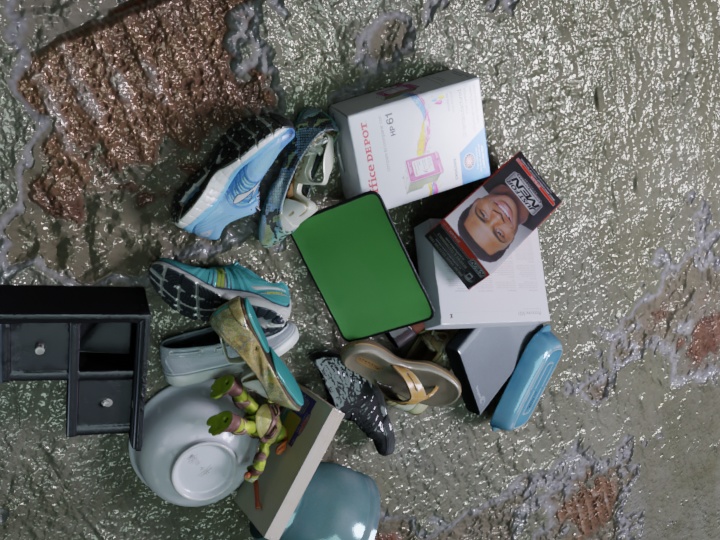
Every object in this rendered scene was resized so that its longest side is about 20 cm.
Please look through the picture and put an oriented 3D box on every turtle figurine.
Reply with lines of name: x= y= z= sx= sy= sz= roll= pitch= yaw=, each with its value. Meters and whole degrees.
turtle figurine: x=-0.147 y=0.221 z=1.122 sx=0.161 sy=0.063 sz=0.203 roll=42 pitch=53 yaw=-51

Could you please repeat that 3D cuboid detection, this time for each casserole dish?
casserole dish: x=0.280 y=0.187 z=1.328 sx=0.121 sy=0.039 sz=0.202 roll=4 pitch=113 yaw=-61

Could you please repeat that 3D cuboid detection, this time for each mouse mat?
mouse mat: x=0.000 y=0.000 z=1.116 sx=0.159 sy=0.008 sz=0.202 roll=-17 pitch=108 yaw=30

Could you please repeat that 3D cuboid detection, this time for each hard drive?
hard drive: x=0.213 y=0.107 z=1.255 sx=0.200 sy=0.033 sz=0.141 roll=-45 pitch=130 yaw=-29

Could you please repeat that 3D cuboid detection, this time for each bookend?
bookend: x=-0.382 y=0.129 z=1.043 sx=0.197 sy=0.092 sz=0.202 roll=2 pitch=110 yaw=-21

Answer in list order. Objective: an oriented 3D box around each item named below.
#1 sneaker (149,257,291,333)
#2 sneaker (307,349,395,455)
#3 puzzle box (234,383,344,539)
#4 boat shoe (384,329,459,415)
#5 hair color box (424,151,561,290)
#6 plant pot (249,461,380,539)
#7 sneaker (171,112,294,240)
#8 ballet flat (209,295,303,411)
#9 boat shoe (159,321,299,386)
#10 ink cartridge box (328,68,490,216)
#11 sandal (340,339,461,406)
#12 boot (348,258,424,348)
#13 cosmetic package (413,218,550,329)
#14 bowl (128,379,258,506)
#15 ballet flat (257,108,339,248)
sneaker: x=-0.190 y=0.026 z=1.094 sx=0.197 sy=0.080 sz=0.078 roll=19 pitch=136 yaw=-11
sneaker: x=-0.012 y=0.210 z=1.245 sx=0.103 sy=0.060 sz=0.203 roll=-16 pitch=110 yaw=-17
puzzle box: x=-0.105 y=0.274 z=1.165 sx=0.025 sy=0.133 sz=0.202 roll=32 pitch=83 yaw=-27
boat shoe: x=0.106 y=0.134 z=1.251 sx=0.062 sy=0.073 sz=0.202 roll=19 pitch=102 yaw=-29
hair color box: x=0.192 y=-0.074 z=1.141 sx=0.102 sy=0.061 sz=0.200 roll=49 pitch=56 yaw=-1
plant pot: x=-0.083 y=0.374 z=1.208 sx=0.133 sy=0.200 sz=0.201 roll=34 pitch=96 yaw=-23
sneaker: x=-0.157 y=-0.121 z=1.054 sx=0.200 sy=0.079 sz=0.090 roll=-44 pitch=130 yaw=9
ballet flat: x=-0.141 y=0.120 z=1.070 sx=0.070 sy=0.071 sz=0.202 roll=-30 pitch=125 yaw=-8
boat shoe: x=-0.184 y=0.099 z=1.123 sx=0.198 sy=0.070 sz=0.073 roll=-17 pitch=118 yaw=-13
ink cartridge box: x=0.068 y=-0.177 z=1.105 sx=0.197 sy=0.085 sz=0.147 roll=-19 pitch=117 yaw=-13
sandal: x=0.058 y=0.165 z=1.188 sx=0.198 sy=0.055 sz=0.081 roll=25 pitch=129 yaw=-19
boot: x=0.084 y=-0.013 z=1.190 sx=0.199 sy=0.068 sz=0.189 roll=-40 pitch=106 yaw=-10
cosmetic package: x=0.180 y=0.006 z=1.179 sx=0.197 sy=0.052 sz=0.154 roll=1 pitch=76 yaw=-28
bowl: x=-0.232 y=0.267 z=1.161 sx=0.198 sy=0.090 sz=0.205 roll=-8 pitch=114 yaw=-19
ballet flat: x=-0.080 y=-0.114 z=1.073 sx=0.073 sy=0.074 sz=0.203 roll=13 pitch=106 yaw=-25
